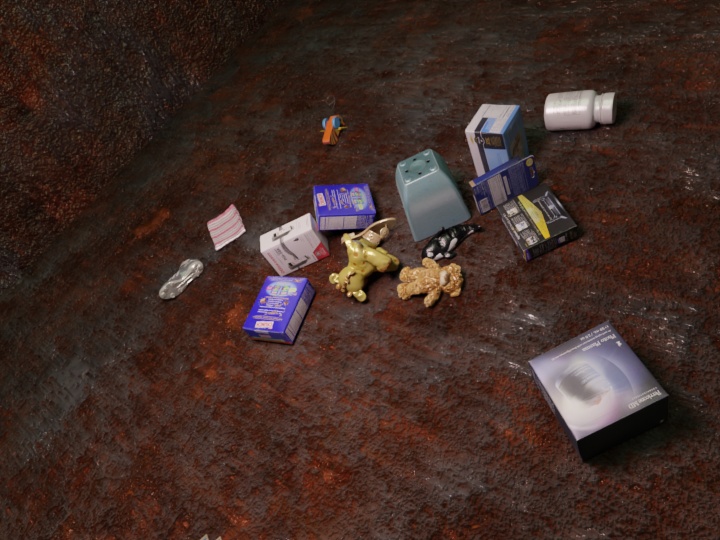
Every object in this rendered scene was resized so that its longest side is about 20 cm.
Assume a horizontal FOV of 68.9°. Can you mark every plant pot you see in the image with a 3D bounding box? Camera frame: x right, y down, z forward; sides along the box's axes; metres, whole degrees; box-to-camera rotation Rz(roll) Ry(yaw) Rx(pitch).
[{"bbox_3d":[0.209,-0.256,1.646,0.193,0.201,0.198,-22,44,11],"label":"plant pot"}]

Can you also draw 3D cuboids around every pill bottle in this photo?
[{"bbox_3d":[0.685,-0.499,1.636,0.197,0.115,0.116,7,56,34],"label":"pill bottle"}]

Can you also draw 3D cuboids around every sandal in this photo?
[{"bbox_3d":[0.034,-0.100,1.723,0.208,0.077,0.071,-19,65,23],"label":"sandal"}]

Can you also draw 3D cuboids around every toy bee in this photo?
[{"bbox_3d":[-0.102,-0.616,2.223,0.130,0.108,0.203,26,93,33],"label":"toy bee"}]

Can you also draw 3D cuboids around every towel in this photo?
[{"bbox_3d":[-0.553,-0.177,2.148,0.145,0.030,0.201,-35,44,1],"label":"towel"}]

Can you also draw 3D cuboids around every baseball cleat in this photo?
[{"bbox_3d":[-0.699,0.031,2.040,0.199,0.070,0.106,-38,37,-17],"label":"baseball cleat"}]

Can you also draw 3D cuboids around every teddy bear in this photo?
[{"bbox_3d":[0.193,0.029,1.507,0.197,0.067,0.146,14,64,39],"label":"teddy bear"}]

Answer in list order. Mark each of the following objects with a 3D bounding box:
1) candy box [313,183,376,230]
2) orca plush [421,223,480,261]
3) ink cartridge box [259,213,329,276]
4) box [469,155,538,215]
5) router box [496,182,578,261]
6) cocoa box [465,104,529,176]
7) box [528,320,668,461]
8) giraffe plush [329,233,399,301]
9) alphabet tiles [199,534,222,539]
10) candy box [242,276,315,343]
[{"bbox_3d":[-0.059,-0.219,1.805,0.195,0.078,0.171,-2,45,-10],"label":"candy box"},{"bbox_3d":[0.264,-0.099,1.571,0.197,0.071,0.107,-22,45,12],"label":"orca plush"},{"bbox_3d":[-0.223,-0.083,1.790,0.197,0.147,0.084,-24,45,11],"label":"ink cartridge box"},{"bbox_3d":[0.432,-0.261,1.576,0.197,0.122,0.033,-27,43,7],"label":"box"},{"bbox_3d":[0.495,-0.139,1.483,0.155,0.052,0.202,-25,45,10],"label":"router box"},{"bbox_3d":[0.429,-0.393,1.633,0.130,0.201,0.134,16,61,38],"label":"cocoa box"},{"bbox_3d":[0.495,0.250,1.103,0.197,0.124,0.200,-29,45,6],"label":"box"},{"bbox_3d":[0.000,0.000,1.599,0.172,0.198,0.165,35,103,41],"label":"giraffe plush"},{"bbox_3d":[-0.404,0.758,1.277,0.199,0.006,0.166,-40,45,-5],"label":"alphabet tiles"},{"bbox_3d":[-0.258,0.124,1.673,0.166,0.077,0.202,3,54,30],"label":"candy box"}]
